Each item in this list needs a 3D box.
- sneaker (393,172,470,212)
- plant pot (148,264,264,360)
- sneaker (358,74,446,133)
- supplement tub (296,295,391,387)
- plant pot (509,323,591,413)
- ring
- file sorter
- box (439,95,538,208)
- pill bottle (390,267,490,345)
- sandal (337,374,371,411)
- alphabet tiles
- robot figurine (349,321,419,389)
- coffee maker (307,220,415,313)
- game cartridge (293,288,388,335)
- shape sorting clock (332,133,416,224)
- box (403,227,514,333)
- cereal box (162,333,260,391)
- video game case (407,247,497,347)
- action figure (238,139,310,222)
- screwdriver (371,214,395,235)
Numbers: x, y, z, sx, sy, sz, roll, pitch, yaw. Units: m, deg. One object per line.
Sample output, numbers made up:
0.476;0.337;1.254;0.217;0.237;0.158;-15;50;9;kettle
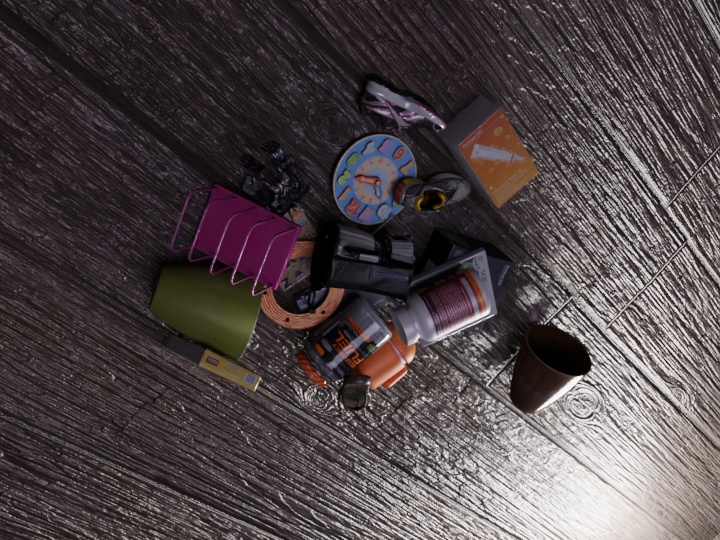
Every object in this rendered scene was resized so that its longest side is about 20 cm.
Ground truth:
0.169;-0.160;1.690;0.199;0.082;0.078;-15;127;-35;sneaker
-0.319;0.066;1.562;0.198;0.187;0.188;18;109;-18;plant pot
0.080;-0.325;1.588;0.199;0.081;0.087;23;118;-24;sneaker
-0.039;0.162;1.722;0.200;0.123;0.123;-41;125;1;supplement tub
0.478;0.279;2.036;0.185;0.188;0.201;4;128;-26;plant pot
-0.130;0.031;1.683;0.198;0.019;0.202;-6;108;-17;ring
-0.244;-0.059;1.481;0.199;0.125;0.140;27;106;12;file sorter
0.282;-0.259;1.689;0.124;0.098;0.200;-41;125;2;box
0.171;0.082;1.665;0.199;0.113;0.114;-24;124;-10;pill bottle
-0.008;0.288;1.754;0.081;0.055;0.200;-1;154;-7;sandal
-0.172;-0.050;1.656;0.166;0.006;0.201;-35;125;-3;alphabet tiles
0.047;0.201;1.825;0.199;0.117;0.144;-36;80;-2;robot figurine
0.000;0.000;1.656;0.198;0.135;0.193;11;123;-25;coffee maker
-0.042;0.069;1.763;0.199;0.038;0.130;-26;128;-9;game cartridge
0.033;-0.193;1.650;0.198;0.039;0.202;-11;121;-19;shape sorting clock
0.228;0.026;1.816;0.181;0.104;0.201;15;110;-28;box
-0.313;0.190;1.609;0.143;0.199;0.040;32;77;-33;cereal box
0.208;0.063;1.750;0.199;0.023;0.183;-23;122;-9;video game case
-0.168;-0.179;1.535;0.119;0.102;0.200;-39;152;-10;action figure
0.000;-0.059;1.710;0.200;0.029;0.028;-44;123;6;screwdriver
